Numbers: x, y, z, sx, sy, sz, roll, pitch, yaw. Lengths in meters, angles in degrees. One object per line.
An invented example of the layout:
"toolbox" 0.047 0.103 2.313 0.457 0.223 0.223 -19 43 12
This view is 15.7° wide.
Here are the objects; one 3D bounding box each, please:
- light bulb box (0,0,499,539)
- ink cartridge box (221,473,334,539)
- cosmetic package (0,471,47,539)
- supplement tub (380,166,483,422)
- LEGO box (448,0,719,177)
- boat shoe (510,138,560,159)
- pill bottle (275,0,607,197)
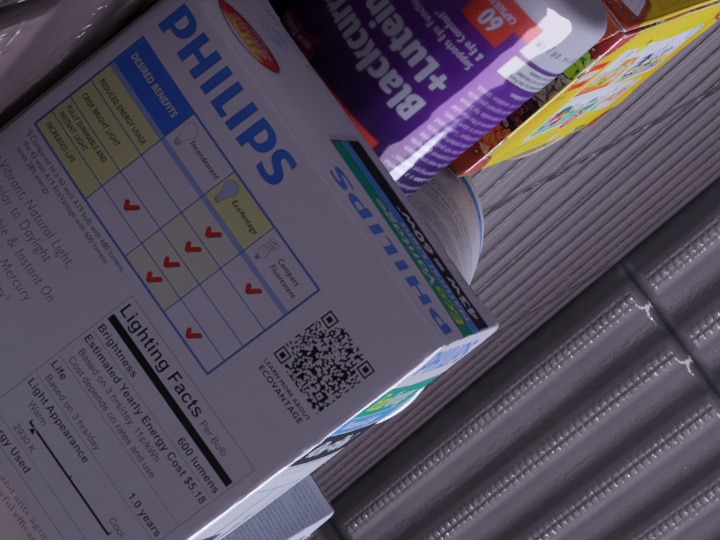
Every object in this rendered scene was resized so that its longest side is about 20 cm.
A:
"light bulb box" -0.079 0.009 1.170 0.200 0.199 0.125 -37 174 13
"ink cartridge box" -0.134 0.195 1.408 0.200 0.043 0.196 -28 169 -46
"cosmetic package" -0.141 0.077 1.433 0.200 0.165 0.165 -42 171 38
"supplement tub" 0.000 0.000 1.556 0.132 0.132 0.200 -39 -172 19
"LEGO box" 0.132 -0.146 1.623 0.149 0.077 0.200 -41 171 30
"boat shoe" 0.159 -0.149 1.765 0.200 0.072 0.065 -47 163 28
"pill bottle" 0.011 -0.096 1.259 0.200 0.112 0.111 -39 172 19
